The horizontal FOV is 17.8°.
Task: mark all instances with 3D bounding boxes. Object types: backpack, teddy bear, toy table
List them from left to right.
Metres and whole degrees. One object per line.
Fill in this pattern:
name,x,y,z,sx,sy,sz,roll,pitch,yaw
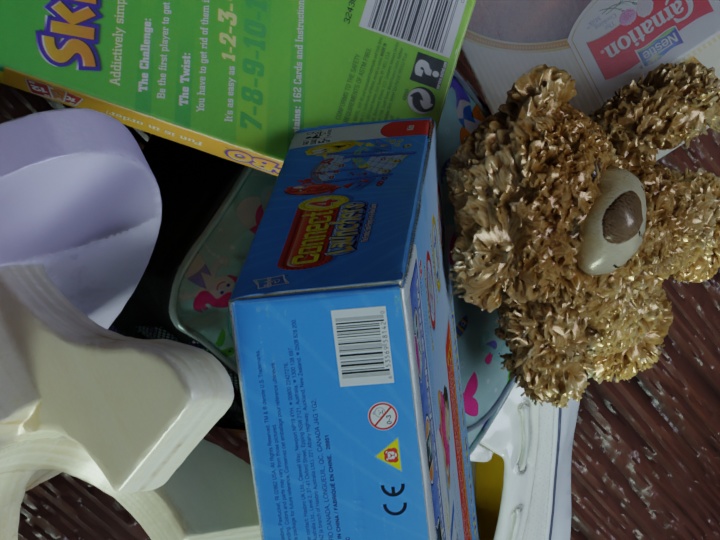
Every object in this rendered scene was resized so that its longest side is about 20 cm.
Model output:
toy table,-0.119,0.053,0.771,0.184,0.117,0.200,-11,149,-34
backpack,0.000,0.000,1.004,0.200,0.150,0.178,48,65,-42
teddy bear,0.103,-0.010,0.917,0.145,0.067,0.200,-42,151,-9

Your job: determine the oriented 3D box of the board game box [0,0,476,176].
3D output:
board game box,-0.062,-0.097,0.903,0.200,0.030,0.096,19,72,-7

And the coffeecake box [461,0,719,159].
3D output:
coffeecake box,0.105,-0.155,0.986,0.073,0.153,0.200,26,36,-58

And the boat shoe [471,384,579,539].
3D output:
boat shoe,0.060,0.069,1.121,0.070,0.071,0.201,-19,117,-41

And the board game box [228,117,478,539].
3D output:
board game box,0.005,0.067,0.813,0.196,0.056,0.201,-77,161,-71
